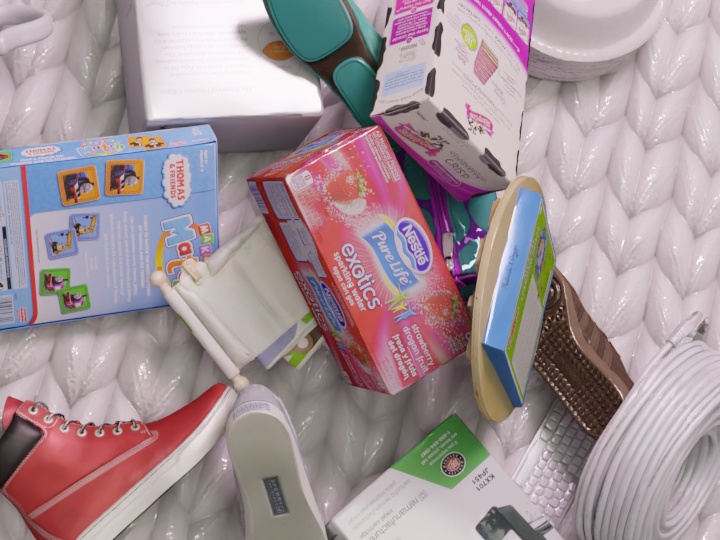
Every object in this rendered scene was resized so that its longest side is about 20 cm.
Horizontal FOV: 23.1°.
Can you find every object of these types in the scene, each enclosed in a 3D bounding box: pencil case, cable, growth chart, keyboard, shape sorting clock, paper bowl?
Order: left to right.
[{"bbox_3d":[-0.057,0.009,1.464,0.200,0.018,0.145,-36,104,-16],"label":"growth chart"},{"bbox_3d":[0.075,-0.074,1.526,0.085,0.092,0.201,-17,80,17],"label":"pencil case"},{"bbox_3d":[0.120,0.023,1.425,0.039,0.200,0.201,9,75,16],"label":"shape sorting clock"},{"bbox_3d":[0.147,0.207,1.526,0.056,0.011,0.200,33,73,-5],"label":"keyboard"},{"bbox_3d":[0.192,-0.280,1.592,0.200,0.104,0.201,2,79,-12],"label":"paper bowl"},{"bbox_3d":[0.255,0.157,1.469,0.069,0.200,0.200,29,61,27],"label":"cable"}]

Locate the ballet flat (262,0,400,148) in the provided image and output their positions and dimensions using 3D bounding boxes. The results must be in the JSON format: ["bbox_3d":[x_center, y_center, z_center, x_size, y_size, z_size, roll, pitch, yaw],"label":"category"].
[{"bbox_3d":[-0.016,-0.188,1.446,0.067,0.070,0.200,-29,114,20],"label":"ballet flat"}]

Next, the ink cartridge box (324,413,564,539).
[{"bbox_3d":[0.084,0.244,1.455,0.147,0.083,0.200,-39,83,-19],"label":"ink cartridge box"}]

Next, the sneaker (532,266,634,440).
[{"bbox_3d":[0.183,0.068,1.542,0.070,0.075,0.200,-35,66,19],"label":"sneaker"}]

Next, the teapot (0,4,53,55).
[{"bbox_3d":[-0.382,-0.188,1.417,0.200,0.146,0.197,40,98,-24],"label":"teapot"}]

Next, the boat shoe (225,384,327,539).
[{"bbox_3d":[-0.066,0.184,1.432,0.070,0.072,0.201,-9,115,3],"label":"boat shoe"}]

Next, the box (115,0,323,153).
[{"bbox_3d":[-0.125,-0.208,1.497,0.152,0.106,0.201,-3,79,-15],"label":"box"}]

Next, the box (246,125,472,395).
[{"bbox_3d":[0.002,-0.009,1.425,0.095,0.100,0.200,-30,102,-18],"label":"box"}]

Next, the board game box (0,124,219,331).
[{"bbox_3d":[-0.214,-0.034,1.430,0.199,0.037,0.152,-7,121,-15],"label":"board game box"}]

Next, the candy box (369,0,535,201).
[{"bbox_3d":[0.079,-0.178,1.450,0.136,0.061,0.201,41,47,-42],"label":"candy box"}]

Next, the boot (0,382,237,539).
[{"bbox_3d":[-0.206,0.129,1.427,0.200,0.072,0.144,-41,89,-14],"label":"boot"}]
